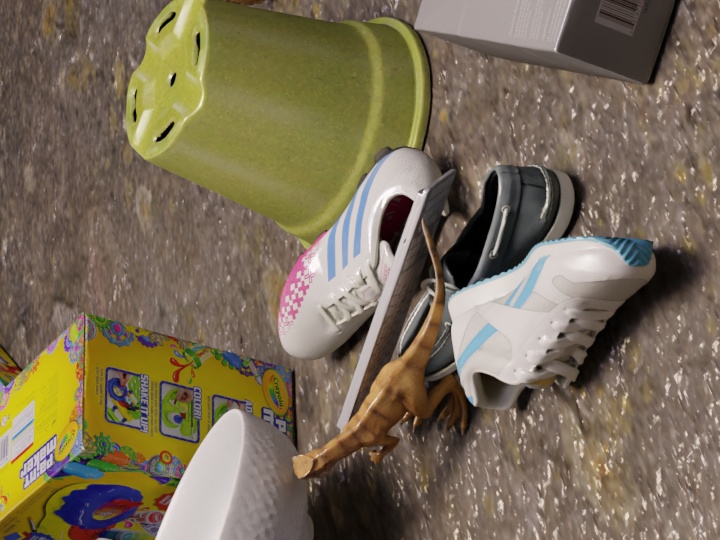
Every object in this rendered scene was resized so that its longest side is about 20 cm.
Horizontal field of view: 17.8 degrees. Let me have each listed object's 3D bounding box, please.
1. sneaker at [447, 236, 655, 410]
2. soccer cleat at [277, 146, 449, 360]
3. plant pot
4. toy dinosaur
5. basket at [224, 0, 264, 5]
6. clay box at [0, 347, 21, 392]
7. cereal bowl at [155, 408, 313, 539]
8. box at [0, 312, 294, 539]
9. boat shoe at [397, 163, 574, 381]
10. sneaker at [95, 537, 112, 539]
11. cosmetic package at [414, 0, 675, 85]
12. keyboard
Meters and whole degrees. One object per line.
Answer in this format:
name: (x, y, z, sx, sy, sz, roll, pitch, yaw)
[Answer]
sneaker: (0.130, 0.032, 1.501, 0.200, 0.076, 0.082, -36, 55, 56)
soccer cleat: (0.000, 0.000, 1.726, 0.201, 0.069, 0.087, -59, 33, 24)
plant pot: (-0.076, -0.128, 1.801, 0.200, 0.183, 0.202, -34, 48, 48)
toy dinosaur: (0.032, 0.076, 1.592, 0.060, 0.106, 0.201, 37, 96, 36)
basket: (-0.130, -0.330, 1.970, 0.149, 0.199, 0.144, -44, 41, 40)
clay box: (-0.391, 0.139, 2.343, 0.200, 0.047, 0.116, 35, 106, 58)
cereal bowl: (-0.091, 0.207, 1.658, 0.201, 0.083, 0.201, -58, 16, 27)
box: (-0.183, 0.149, 1.843, 0.200, 0.191, 0.123, -40, 44, 45)
boat shoe: (0.072, -0.001, 1.613, 0.200, 0.061, 0.073, -52, 38, 34)
sneaker: (-0.146, 0.246, 1.811, 0.200, 0.114, 0.076, -36, 47, 47)
cosmetic package: (0.128, -0.197, 1.592, 0.200, 0.090, 0.108, 25, 98, 63)
keyboard: (0.026, 0.024, 1.614, 0.011, 0.056, 0.201, 28, 116, 19)
